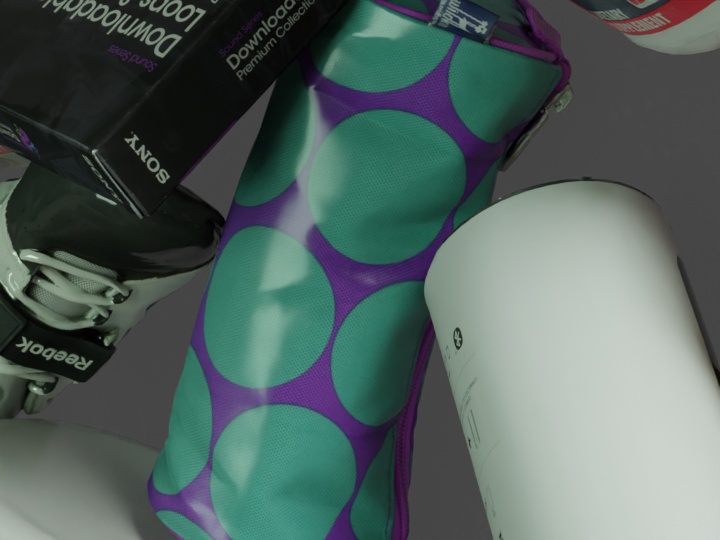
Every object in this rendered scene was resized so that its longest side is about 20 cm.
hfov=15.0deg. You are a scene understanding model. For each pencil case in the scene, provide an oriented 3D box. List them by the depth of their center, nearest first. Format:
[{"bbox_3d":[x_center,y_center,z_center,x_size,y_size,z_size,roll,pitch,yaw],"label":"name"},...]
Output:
[{"bbox_3d":[0.000,0.000,0.889,0.092,0.085,0.201,20,103,4],"label":"pencil case"}]

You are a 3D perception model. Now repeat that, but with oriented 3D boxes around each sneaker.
[{"bbox_3d":[-0.106,0.012,0.939,0.089,0.074,0.200,-67,16,-18],"label":"sneaker"}]

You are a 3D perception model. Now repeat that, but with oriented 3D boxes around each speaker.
[{"bbox_3d":[0.077,0.075,0.787,0.081,0.081,0.201,-41,46,30],"label":"speaker"}]

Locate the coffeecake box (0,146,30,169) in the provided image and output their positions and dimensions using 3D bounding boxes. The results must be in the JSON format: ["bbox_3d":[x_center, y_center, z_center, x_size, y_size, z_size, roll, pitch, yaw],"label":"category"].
[{"bbox_3d":[-0.204,-0.073,1.017,0.199,0.153,0.073,-6,84,39],"label":"coffeecake box"}]

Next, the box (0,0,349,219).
[{"bbox_3d":[-0.047,-0.114,0.881,0.200,0.036,0.143,-50,37,-13],"label":"box"}]

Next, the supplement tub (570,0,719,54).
[{"bbox_3d":[0.049,-0.163,0.765,0.140,0.200,0.141,-49,23,29],"label":"supplement tub"}]

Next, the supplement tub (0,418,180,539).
[{"bbox_3d":[-0.112,0.167,0.932,0.144,0.144,0.201,32,108,36],"label":"supplement tub"}]
